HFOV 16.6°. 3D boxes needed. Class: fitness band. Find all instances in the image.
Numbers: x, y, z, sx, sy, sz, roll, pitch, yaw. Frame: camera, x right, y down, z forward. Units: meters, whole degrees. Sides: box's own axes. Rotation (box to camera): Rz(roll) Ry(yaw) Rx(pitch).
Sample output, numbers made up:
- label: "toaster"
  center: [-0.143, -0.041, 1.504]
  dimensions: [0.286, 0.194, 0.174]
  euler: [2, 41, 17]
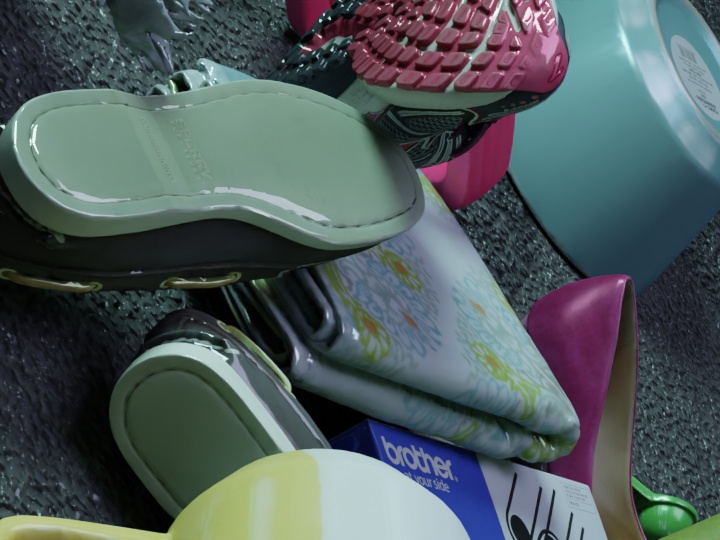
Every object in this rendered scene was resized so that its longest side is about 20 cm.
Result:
- label: "fitness band"
  center: [0.017, -0.107, 1.176]
  dimensions: [0.144, 0.037, 0.200]
  euler: [50, -14, 20]

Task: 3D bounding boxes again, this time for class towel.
- label: "towel"
  center: [0.000, 0.000, 1.092]
  dimensions: [0.199, 0.048, 0.172]
  euler: [22, 33, -50]

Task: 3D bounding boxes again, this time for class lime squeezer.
- label: "lime squeezer"
  center: [0.160, 0.155, 1.307]
  dimensions: [0.070, 0.038, 0.201]
  euler: [-31, 94, -34]

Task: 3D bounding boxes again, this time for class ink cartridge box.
- label: "ink cartridge box"
  center: [0.054, 0.132, 1.100]
  dimensions: [0.200, 0.044, 0.095]
  euler: [22, 45, -54]

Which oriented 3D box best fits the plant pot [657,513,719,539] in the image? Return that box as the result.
- label: "plant pot"
  center: [0.136, 0.186, 0.999]
  dimensions: [0.200, 0.183, 0.202]
  euler: [168, -90, -73]

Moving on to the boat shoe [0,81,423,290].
- label: "boat shoe"
  center: [-0.063, -0.028, 0.943]
  dimensions: [0.200, 0.061, 0.072]
  euler: [1, 58, -43]

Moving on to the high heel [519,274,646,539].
- label: "high heel"
  center: [0.133, 0.104, 1.219]
  dimensions: [0.067, 0.096, 0.201]
  euler: [-10, 73, -64]

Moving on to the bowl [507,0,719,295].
- label: "bowl"
  center: [0.160, -0.097, 1.467]
  dimensions: [0.201, 0.105, 0.202]
  euler: [43, 31, -33]

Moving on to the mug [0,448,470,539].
- label: "mug"
  center: [-0.025, 0.133, 0.825]
  dimensions: [0.187, 0.149, 0.154]
  euler: [45, 29, -34]

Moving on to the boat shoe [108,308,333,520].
- label: "boat shoe"
  center: [-0.024, 0.105, 0.946]
  dimensions: [0.202, 0.071, 0.061]
  euler: [60, 17, -16]

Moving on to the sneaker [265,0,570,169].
- label: "sneaker"
  center: [0.036, -0.082, 1.030]
  dimensions: [0.075, 0.081, 0.200]
  euler: [45, -15, -18]

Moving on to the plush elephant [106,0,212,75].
- label: "plush elephant"
  center: [-0.130, -0.179, 0.940]
  dimensions: [0.200, 0.164, 0.155]
  euler: [45, 18, -23]
